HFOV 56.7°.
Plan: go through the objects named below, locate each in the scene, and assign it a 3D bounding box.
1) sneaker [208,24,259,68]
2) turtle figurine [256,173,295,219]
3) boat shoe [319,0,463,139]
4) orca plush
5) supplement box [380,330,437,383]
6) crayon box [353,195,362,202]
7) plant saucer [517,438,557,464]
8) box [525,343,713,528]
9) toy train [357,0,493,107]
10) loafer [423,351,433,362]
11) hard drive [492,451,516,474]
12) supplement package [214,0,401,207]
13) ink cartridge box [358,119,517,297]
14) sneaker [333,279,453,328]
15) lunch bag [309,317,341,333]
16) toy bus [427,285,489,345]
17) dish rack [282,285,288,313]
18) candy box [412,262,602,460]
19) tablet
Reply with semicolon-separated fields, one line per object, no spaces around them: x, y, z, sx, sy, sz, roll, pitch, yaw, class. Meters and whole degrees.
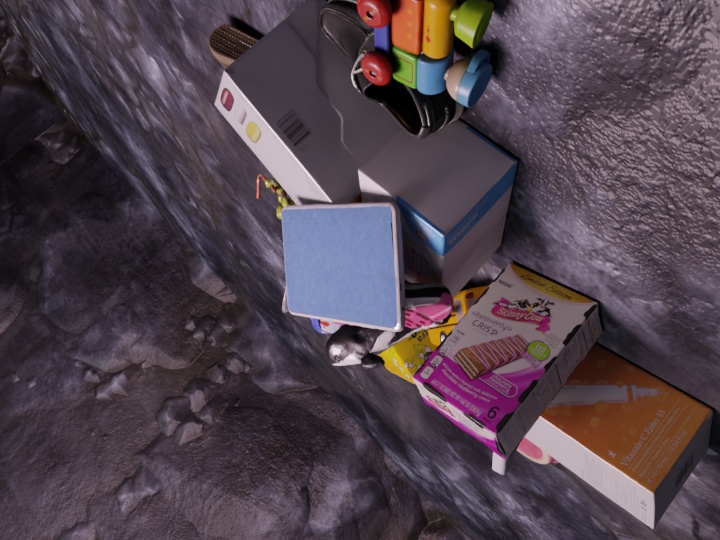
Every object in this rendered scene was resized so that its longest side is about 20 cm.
-0.139;-0.291;0.977;0.200;0.071;0.075;43;-178;25;sneaker
-0.116;-0.104;1.301;0.159;0.064;0.204;14;135;49;turtle figurine
0.020;-0.219;0.709;0.200;0.067;0.072;46;158;16;boat shoe
0.027;0.077;0.949;0.195;0.107;0.072;-12;128;31;orca plush
0.065;0.088;1.199;0.202;0.109;0.109;55;161;-26;supplement box
-0.040;-0.156;0.893;0.201;0.127;0.051;49;162;-10;crayon box
0.279;0.261;1.154;0.200;0.051;0.202;42;162;17;plant saucer
0.298;0.184;0.810;0.198;0.124;0.099;31;158;40;box
0.063;-0.231;0.567;0.114;0.085;0.201;30;158;17;toy train
0.172;0.161;1.006;0.196;0.074;0.072;8;169;-33;loafer
0.226;0.193;0.962;0.026;0.133;0.203;19;147;24;hard drive
-0.052;-0.186;0.804;0.201;0.156;0.111;49;163;-8;supplement package
0.088;-0.062;0.785;0.128;0.125;0.202;39;161;23;ink cartridge box
0.023;0.015;0.778;0.196;0.090;0.073;-3;160;42;sneaker
0.000;0.000;1.002;0.124;0.199;0.171;47;165;16;lunch bag
0.159;0.071;0.972;0.200;0.063;0.081;146;115;-73;toy bus
-0.064;-0.039;1.072;0.042;0.172;0.205;17;112;10;dish rack
0.176;0.100;0.795;0.135;0.200;0.062;27;156;43;candy box
-0.024;-0.007;0.746;0.197;0.013;0.134;4;100;48;tablet
